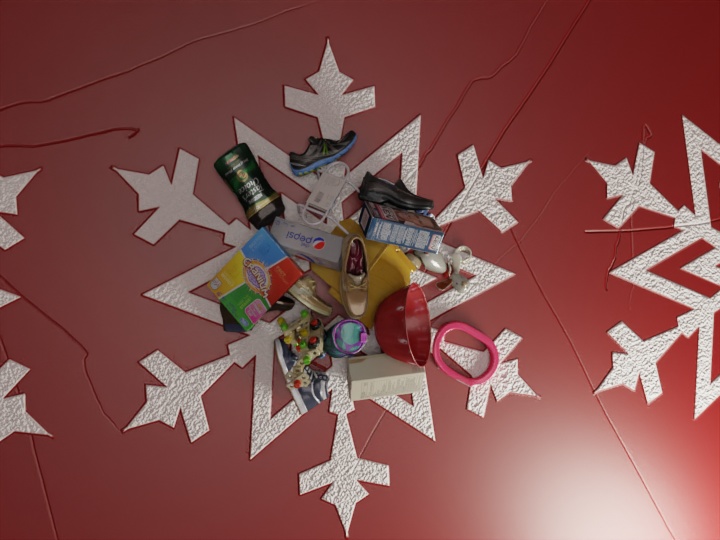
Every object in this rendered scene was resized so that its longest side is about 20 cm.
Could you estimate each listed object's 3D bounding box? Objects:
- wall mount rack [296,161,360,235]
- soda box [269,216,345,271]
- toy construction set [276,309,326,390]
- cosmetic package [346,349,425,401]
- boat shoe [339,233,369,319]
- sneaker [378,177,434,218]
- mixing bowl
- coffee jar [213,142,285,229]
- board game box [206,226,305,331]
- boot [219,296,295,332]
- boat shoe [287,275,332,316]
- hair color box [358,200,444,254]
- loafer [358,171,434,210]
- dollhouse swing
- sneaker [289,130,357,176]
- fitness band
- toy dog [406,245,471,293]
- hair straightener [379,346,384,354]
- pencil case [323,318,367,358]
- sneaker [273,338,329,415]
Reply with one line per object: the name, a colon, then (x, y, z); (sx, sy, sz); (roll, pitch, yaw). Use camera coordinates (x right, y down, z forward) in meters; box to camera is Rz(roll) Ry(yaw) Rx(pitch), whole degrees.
wall mount rack: (-0.061, -0.170, 1.480); (0.169, 0.075, 0.204); (23, 65, 13)
soda box: (-0.132, -0.066, 1.462); (0.193, 0.064, 0.070); (17, 72, 11)
toy construction set: (-0.145, 0.183, 1.424); (0.127, 0.093, 0.205); (-20, 49, 13)
cosmetic package: (0.063, 0.271, 1.511); (0.192, 0.107, 0.073); (-4, 50, -9)
boat shoe: (-0.014, 0.015, 1.393); (0.071, 0.066, 0.208); (-6, 94, -9)
sneaker: (0.092, -0.145, 1.533); (0.196, 0.080, 0.117); (33, 83, -9)
mixing bowl: (0.098, 0.138, 1.453); (0.105, 0.199, 0.208); (-7, 91, 22)
coffee jar: (-0.277, -0.210, 1.475); (0.103, 0.085, 0.203); (-34, 95, -7)
board game box: (-0.255, 0.020, 1.426); (0.200, 0.040, 0.153); (-44, 90, 6)
boot: (-0.264, 0.110, 1.492); (0.192, 0.075, 0.101); (5, 99, 2)
boat shoe: (-0.147, 0.042, 1.494); (0.197, 0.074, 0.067); (36, 89, -7)
hair color box: (0.100, -0.107, 1.445); (0.193, 0.101, 0.062); (11, 117, -19)
loafer: (0.094, -0.195, 1.461); (0.192, 0.073, 0.075); (11, 92, -4)
dollhouse swing: (0.000, 0.000, 1.529); (0.202, 0.175, 0.181); (-52, 130, -5)
sneaker: (-0.096, -0.316, 1.509); (0.194, 0.071, 0.085); (-26, 98, -5)
fitness band: (0.284, 0.227, 1.588); (0.196, 0.037, 0.147); (29, 83, -9)
toy dog: (0.214, -0.018, 1.544); (0.193, 0.096, 0.137); (15, 88, -8)
hair straightener: (0.075, 0.138, 1.554); (0.074, 0.041, 0.208); (-12, 87, 2)
pencil case: (-0.042, 0.173, 1.454); (0.089, 0.200, 0.088); (17, 77, -8)
sneaker: (-0.147, 0.254, 1.504); (0.105, 0.070, 0.206); (-23, 95, -8)
